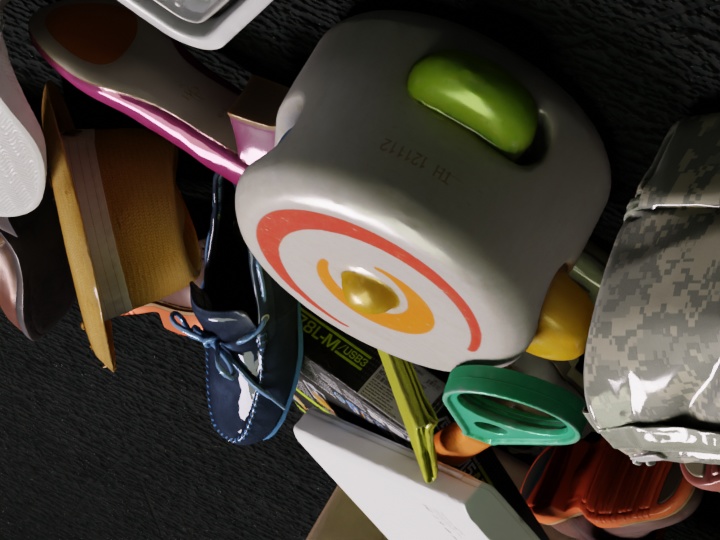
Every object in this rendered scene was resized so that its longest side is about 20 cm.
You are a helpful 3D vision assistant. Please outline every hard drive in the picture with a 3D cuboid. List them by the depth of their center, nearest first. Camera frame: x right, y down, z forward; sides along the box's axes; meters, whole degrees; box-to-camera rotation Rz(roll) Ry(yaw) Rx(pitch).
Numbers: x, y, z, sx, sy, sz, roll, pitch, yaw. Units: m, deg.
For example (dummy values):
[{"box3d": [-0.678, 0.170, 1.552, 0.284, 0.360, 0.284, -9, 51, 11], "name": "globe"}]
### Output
[{"box3d": [0.051, 0.154, 1.707, 0.132, 0.026, 0.200, 49, 164, -29], "name": "hard drive"}]

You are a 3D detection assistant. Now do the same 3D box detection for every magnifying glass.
[{"box3d": [0.073, 0.086, 1.563, 0.079, 0.023, 0.200, 20, 166, -7], "name": "magnifying glass"}]

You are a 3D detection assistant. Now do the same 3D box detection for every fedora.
[{"box3d": [-0.147, -0.034, 1.743, 0.081, 0.202, 0.201, -12, 153, -3], "name": "fedora"}]

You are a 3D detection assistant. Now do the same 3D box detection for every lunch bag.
[{"box3d": [0.214, 0.020, 1.361, 0.199, 0.168, 0.139, 2, 144, 49], "name": "lunch bag"}]

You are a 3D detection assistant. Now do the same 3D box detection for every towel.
[{"box3d": [0.011, 0.021, 1.628, 0.018, 0.201, 0.086, -19, 154, -2], "name": "towel"}]

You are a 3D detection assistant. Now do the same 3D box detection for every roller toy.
[{"box3d": [0.032, -0.035, 1.500, 0.182, 0.140, 0.200, 11, 151, 39], "name": "roller toy"}]

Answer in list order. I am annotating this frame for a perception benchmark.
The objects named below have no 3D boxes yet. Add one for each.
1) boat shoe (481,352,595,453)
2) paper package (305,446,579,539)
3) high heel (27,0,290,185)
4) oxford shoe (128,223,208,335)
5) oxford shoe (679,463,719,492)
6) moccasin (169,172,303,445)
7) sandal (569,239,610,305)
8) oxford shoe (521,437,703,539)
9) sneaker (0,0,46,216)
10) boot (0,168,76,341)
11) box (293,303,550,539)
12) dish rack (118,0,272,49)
[{"box3d": [0.099, 0.072, 1.685, 0.075, 0.068, 0.200, 43, 176, 24], "name": "boat shoe"}, {"box3d": [0.061, 0.218, 1.921, 0.199, 0.191, 0.104, 29, 156, 5], "name": "paper package"}, {"box3d": [-0.107, -0.095, 1.625, 0.199, 0.068, 0.096, 19, 149, 21], "name": "high heel"}, {"box3d": [-0.139, -0.009, 1.880, 0.199, 0.071, 0.073, 11, 119, 51], "name": "oxford shoe"}, {"box3d": [0.274, 0.082, 1.541, 0.075, 0.071, 0.199, 26, 148, -35], "name": "oxford shoe"}, {"box3d": [-0.080, 0.015, 1.702, 0.080, 0.068, 0.201, 20, 116, 39], "name": "moccasin"}, {"box3d": [0.155, 0.040, 1.613, 0.200, 0.058, 0.080, 31, 157, -3], "name": "sandal"}, {"box3d": [0.178, 0.144, 1.780, 0.072, 0.072, 0.200, 31, 167, -17], "name": "oxford shoe"}, {"box3d": [-0.223, -0.132, 1.641, 0.073, 0.116, 0.201, 0, 141, 9], "name": "sneaker"}, {"box3d": [-0.286, -0.055, 1.884, 0.199, 0.069, 0.189, 31, 159, 27], "name": "boot"}, {"box3d": [0.015, 0.095, 1.787, 0.200, 0.048, 0.193, 34, 167, 40], "name": "box"}, {"box3d": [-0.111, -0.201, 1.454, 0.171, 0.044, 0.200, 34, 157, -11], "name": "dish rack"}]
